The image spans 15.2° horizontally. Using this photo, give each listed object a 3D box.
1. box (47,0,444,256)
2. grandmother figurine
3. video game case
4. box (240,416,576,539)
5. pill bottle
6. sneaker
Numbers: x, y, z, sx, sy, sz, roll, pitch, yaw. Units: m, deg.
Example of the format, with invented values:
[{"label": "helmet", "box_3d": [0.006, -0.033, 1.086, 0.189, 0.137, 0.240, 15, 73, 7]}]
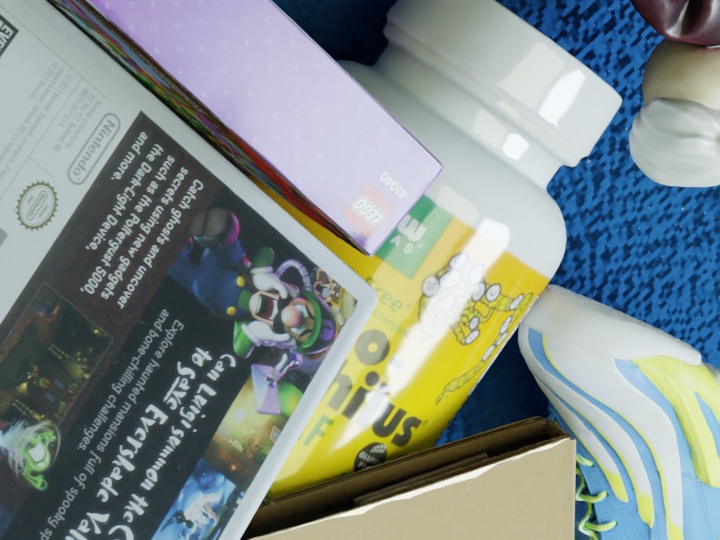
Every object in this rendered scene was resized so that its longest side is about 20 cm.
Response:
[{"label": "box", "box_3d": [-0.077, -0.093, 0.807, 0.039, 0.137, 0.200, -49, 122, -2]}, {"label": "grandmother figurine", "box_3d": [0.125, -0.122, 0.900, 0.121, 0.061, 0.200, -5, 115, -25]}, {"label": "video game case", "box_3d": [-0.106, 0.030, 0.790, 0.182, 0.023, 0.200, 41, 61, -20]}, {"label": "box", "box_3d": [-0.001, 0.158, 0.922, 0.163, 0.021, 0.200, -16, 123, -23]}, {"label": "pill bottle", "box_3d": [0.000, 0.000, 0.927, 0.113, 0.113, 0.200, 34, 94, -29]}, {"label": "sneaker", "box_3d": [0.103, 0.088, 0.995, 0.200, 0.076, 0.105, 40, 79, -44]}]
